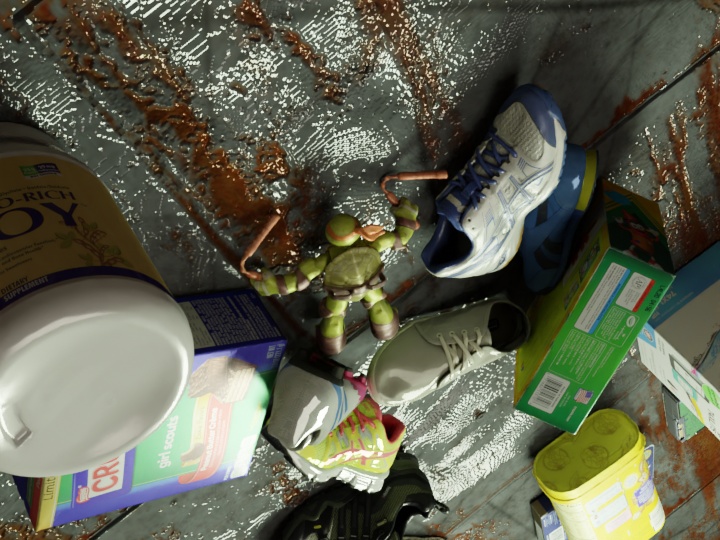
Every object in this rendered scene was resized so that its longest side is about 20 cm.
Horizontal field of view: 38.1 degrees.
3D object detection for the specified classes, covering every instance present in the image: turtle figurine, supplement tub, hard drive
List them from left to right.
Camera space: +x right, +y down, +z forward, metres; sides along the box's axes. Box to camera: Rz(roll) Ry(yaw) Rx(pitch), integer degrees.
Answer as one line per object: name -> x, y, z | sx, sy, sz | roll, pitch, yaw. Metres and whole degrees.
supplement tub -> -0.204, 0.012, 0.651 | 0.145, 0.200, 0.146 | -22, 139, -21
turtle figurine -> 0.000, 0.000, 0.913 | 0.199, 0.064, 0.162 | -27, 140, -15
hard drive -> 0.528, 0.154, 1.509 | 0.200, 0.038, 0.140 | -36, 141, -6

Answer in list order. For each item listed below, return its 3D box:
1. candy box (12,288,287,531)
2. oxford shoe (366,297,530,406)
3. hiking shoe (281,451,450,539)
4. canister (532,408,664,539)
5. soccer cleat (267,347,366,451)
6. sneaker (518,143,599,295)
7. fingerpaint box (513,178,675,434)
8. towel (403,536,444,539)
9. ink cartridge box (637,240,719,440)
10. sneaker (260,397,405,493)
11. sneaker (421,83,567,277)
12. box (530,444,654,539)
candy box -> -0.178, 0.112, 0.869 | 0.199, 0.077, 0.170 | -7, 130, -34
oxford shoe -> 0.093, 0.077, 1.048 | 0.199, 0.058, 0.076 | -22, 101, -28
hiking shoe -> -0.001, 0.291, 1.165 | 0.200, 0.101, 0.076 | -36, 141, -5
canister -> 0.331, 0.303, 1.423 | 0.148, 0.087, 0.200 | -33, 128, -7
soccer cleat -> -0.045, 0.118, 0.939 | 0.087, 0.070, 0.200 | -64, 169, -3
sneaker -> 0.173, -0.051, 1.019 | 0.078, 0.066, 0.200 | 7, 143, 1
fingerpaint box -> 0.230, 0.034, 1.049 | 0.073, 0.167, 0.201 | 23, 118, -3
towel -> 0.035, 0.403, 1.357 | 0.200, 0.034, 0.133 | 15, 116, -46
ink cartridge box -> 0.457, 0.102, 1.271 | 0.146, 0.200, 0.147 | -35, 141, -5
sneaker -> -0.023, 0.162, 1.056 | 0.090, 0.078, 0.200 | -55, 145, 6
sneaker -> 0.115, -0.070, 0.925 | 0.088, 0.075, 0.201 | -14, 135, -36
box -> 0.343, 0.326, 1.530 | 0.199, 0.032, 0.121 | -30, 141, -9
